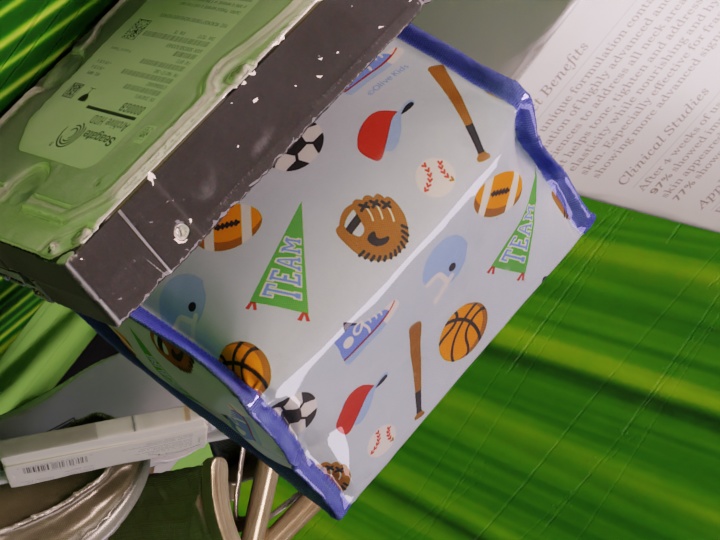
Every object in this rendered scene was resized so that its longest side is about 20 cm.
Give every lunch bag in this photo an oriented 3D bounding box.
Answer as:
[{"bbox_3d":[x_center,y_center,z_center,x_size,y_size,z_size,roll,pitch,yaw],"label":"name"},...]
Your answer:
[{"bbox_3d":[-0.041,-0.031,0.959,0.170,0.200,0.124,-47,143,-11],"label":"lunch bag"}]

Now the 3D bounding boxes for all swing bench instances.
[{"bbox_3d":[-0.080,0.128,1.551,0.199,0.130,0.200,-16,-139,58],"label":"swing bench"}]

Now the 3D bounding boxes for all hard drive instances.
[{"bbox_3d":[-0.061,-0.072,0.872,0.200,0.038,0.140,-48,-151,-14],"label":"hard drive"}]

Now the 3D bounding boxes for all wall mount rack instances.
[{"bbox_3d":[-0.134,0.065,1.196,0.200,0.075,0.174,-10,165,-7],"label":"wall mount rack"}]

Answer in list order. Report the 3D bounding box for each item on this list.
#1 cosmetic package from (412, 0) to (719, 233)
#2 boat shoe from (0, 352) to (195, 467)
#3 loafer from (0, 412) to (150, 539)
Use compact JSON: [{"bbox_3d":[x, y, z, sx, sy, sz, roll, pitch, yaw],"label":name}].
[{"bbox_3d":[0.121,-0.143,1.086,0.200,0.166,0.167,13,126,-42],"label":"cosmetic package"},{"bbox_3d":[-0.164,0.094,1.336,0.200,0.069,0.057,-20,177,-31],"label":"boat shoe"},{"bbox_3d":[-0.198,0.129,1.228,0.200,0.070,0.075,-34,-149,-20],"label":"loafer"}]
